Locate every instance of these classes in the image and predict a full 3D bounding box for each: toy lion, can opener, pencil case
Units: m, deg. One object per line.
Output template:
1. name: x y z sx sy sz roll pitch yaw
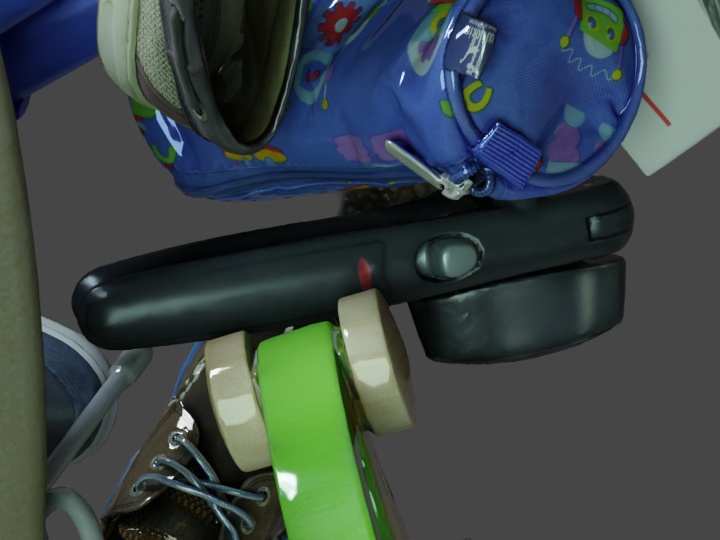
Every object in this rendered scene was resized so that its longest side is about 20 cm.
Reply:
1. toy lion: 0.013 0.137 0.938 0.068 0.192 0.200 -17 129 4
2. can opener: 0.000 0.000 0.980 0.199 0.063 0.079 -7 92 -15
3. pencil case: 0.003 -0.060 0.934 0.078 0.200 0.087 43 66 -31

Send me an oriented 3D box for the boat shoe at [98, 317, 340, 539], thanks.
1. boat shoe: -0.054 0.088 1.039 0.072 0.072 0.200 28 108 4

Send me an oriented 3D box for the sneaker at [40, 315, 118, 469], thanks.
1. sneaker: -0.199 0.055 1.025 0.202 0.146 0.077 5 103 9

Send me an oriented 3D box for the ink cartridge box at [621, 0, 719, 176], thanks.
1. ink cartridge box: 0.108 -0.112 0.915 0.116 0.067 0.200 50 134 -2

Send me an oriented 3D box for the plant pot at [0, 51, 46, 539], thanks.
1. plant pot: -0.206 0.036 0.879 0.200 0.200 0.178 -30 118 -25

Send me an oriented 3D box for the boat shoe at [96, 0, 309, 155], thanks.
1. boat shoe: -0.036 -0.122 0.853 0.065 0.072 0.200 38 136 29

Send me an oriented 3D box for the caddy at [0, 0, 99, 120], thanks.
1. caddy: -0.138 -0.148 0.951 0.105 0.141 0.201 -23 75 13

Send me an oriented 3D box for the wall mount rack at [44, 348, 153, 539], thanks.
1. wall mount rack: -0.111 0.125 0.973 0.074 0.174 0.200 9 137 -32
